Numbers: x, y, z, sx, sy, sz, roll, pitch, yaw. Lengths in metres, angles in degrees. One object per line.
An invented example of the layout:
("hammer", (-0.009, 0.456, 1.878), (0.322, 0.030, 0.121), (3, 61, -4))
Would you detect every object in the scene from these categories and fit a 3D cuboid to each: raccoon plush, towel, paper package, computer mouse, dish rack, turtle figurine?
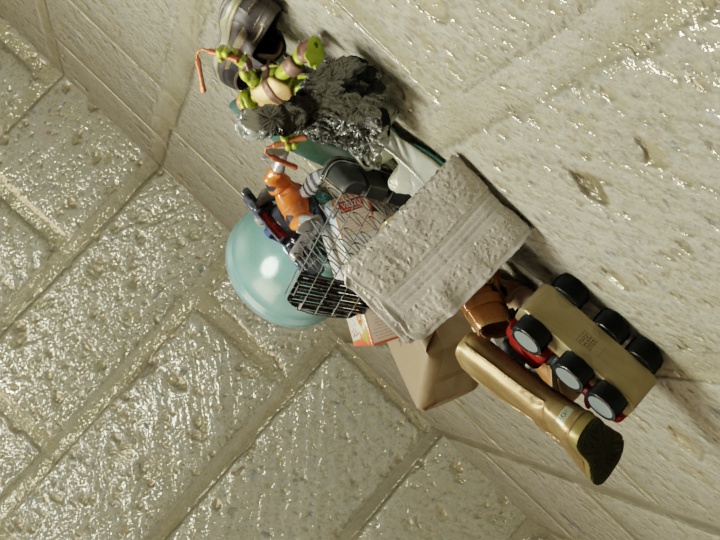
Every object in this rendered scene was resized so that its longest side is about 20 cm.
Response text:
("raccoon plush", (-0.048, -0.166, 1.406), (0.134, 0.197, 0.098), (102, 159, -62))
("towel", (0.084, -0.020, 1.435), (0.132, 0.200, 0.035), (43, -170, -8))
("paper package", (0.095, 0.065, 1.742), (0.201, 0.102, 0.192), (93, 155, -62))
("computer mouse", (0.250, 0.149, 2.006), (0.058, 0.034, 0.200), (33, 167, 40))
("dish rack", (-0.012, -0.033, 1.561), (0.152, 0.201, 0.055), (12, -155, -39))
("turtle figurine", (-0.090, -0.214, 1.486), (0.160, 0.065, 0.200), (-16, 126, 35))

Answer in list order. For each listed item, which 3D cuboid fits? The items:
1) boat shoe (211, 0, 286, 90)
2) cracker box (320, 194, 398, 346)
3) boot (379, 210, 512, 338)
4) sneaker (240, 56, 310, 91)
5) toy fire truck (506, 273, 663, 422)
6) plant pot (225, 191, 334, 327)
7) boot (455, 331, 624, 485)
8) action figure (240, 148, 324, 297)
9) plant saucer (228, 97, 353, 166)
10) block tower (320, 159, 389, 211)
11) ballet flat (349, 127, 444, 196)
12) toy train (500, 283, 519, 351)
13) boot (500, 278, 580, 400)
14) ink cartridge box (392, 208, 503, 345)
("boat shoe", (-0.134, -0.272, 1.518), (0.073, 0.075, 0.200), (34, 159, 7))
("cracker box", (0.000, 0.000, 1.697), (0.134, 0.057, 0.202), (163, 90, -79))
("boot", (0.114, 0.003, 1.502), (0.199, 0.073, 0.156), (10, -126, -49))
("sneaker", (-0.086, -0.220, 1.617), (0.199, 0.075, 0.085), (34, 168, 43))
("toy fire truck", (0.270, 0.106, 1.531), (0.176, 0.129, 0.200), (41, 161, 11))
("plant pot", (-0.084, -0.035, 1.828), (0.200, 0.201, 0.134), (42, 144, -1))
("boot", (0.225, 0.167, 1.549), (0.199, 0.066, 0.176), (35, 167, 37))
("action figure", (-0.069, -0.065, 1.650), (0.201, 0.104, 0.194), (51, 172, 8))
("plant saucer", (-0.083, -0.190, 1.681), (0.199, 0.028, 0.200), (27, -167, -7))
("block tower", (-0.004, -0.122, 1.780), (0.054, 0.058, 0.200), (45, 169, -15))
("ballet flat", (0.039, -0.135, 1.507), (0.200, 0.070, 0.069), (41, 171, 11))
("toy train", (0.163, 0.021, 1.615), (0.201, 0.034, 0.046), (59, 153, 21))
("boot", (0.223, 0.087, 1.692), (0.155, 0.077, 0.200), (30, 162, 49))
("ink cartridge box", (0.129, 0.014, 1.880), (0.196, 0.043, 0.200), (38, 171, 29))
